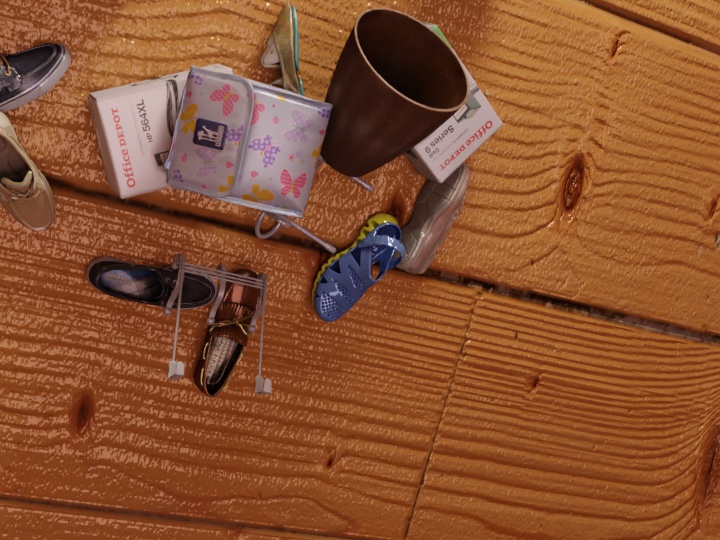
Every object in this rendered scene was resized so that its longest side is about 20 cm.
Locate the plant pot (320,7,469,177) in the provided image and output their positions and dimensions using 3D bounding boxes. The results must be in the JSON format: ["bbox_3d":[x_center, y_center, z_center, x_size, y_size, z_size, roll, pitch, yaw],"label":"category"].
[{"bbox_3d":[0.024,-0.230,1.490,0.185,0.188,0.200,18,135,-25],"label":"plant pot"}]

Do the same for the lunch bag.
[{"bbox_3d":[-0.159,-0.175,1.445,0.198,0.127,0.172,14,95,-19],"label":"lunch bag"}]

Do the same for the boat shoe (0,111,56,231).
[{"bbox_3d":[-0.469,-0.123,1.432,0.072,0.065,0.201,-25,133,-12],"label":"boat shoe"}]

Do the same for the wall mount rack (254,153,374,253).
[{"bbox_3d":[-0.069,-0.113,1.618,0.201,0.074,0.173,-57,154,4],"label":"wall mount rack"}]

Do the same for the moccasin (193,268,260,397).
[{"bbox_3d":[-0.203,0.096,1.615,0.073,0.078,0.203,25,92,-22],"label":"moccasin"}]

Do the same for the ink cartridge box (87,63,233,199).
[{"bbox_3d":[-0.272,-0.200,1.504,0.198,0.084,0.148,-18,111,-18],"label":"ink cartridge box"}]

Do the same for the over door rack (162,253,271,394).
[{"bbox_3d":[-0.208,0.084,1.519,0.146,0.067,0.202,13,55,-25],"label":"over door rack"}]

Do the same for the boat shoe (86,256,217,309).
[{"bbox_3d":[-0.304,0.022,1.562,0.198,0.066,0.071,15,99,-24],"label":"boat shoe"}]

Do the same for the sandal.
[{"bbox_3d":[0.000,0.000,1.665,0.079,0.087,0.201,38,91,-33],"label":"sandal"}]

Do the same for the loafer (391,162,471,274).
[{"bbox_3d":[0.122,-0.086,1.709,0.063,0.072,0.201,24,101,-42],"label":"loafer"}]

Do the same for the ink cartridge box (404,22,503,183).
[{"bbox_3d":[0.107,-0.260,1.637,0.146,0.084,0.200,-43,115,-5],"label":"ink cartridge box"}]

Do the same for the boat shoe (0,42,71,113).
[{"bbox_3d":[-0.486,-0.261,1.394,0.199,0.071,0.091,-34,142,-8],"label":"boat shoe"}]

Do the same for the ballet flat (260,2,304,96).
[{"bbox_3d":[-0.115,-0.289,1.556,0.070,0.071,0.202,-13,109,-18],"label":"ballet flat"}]
